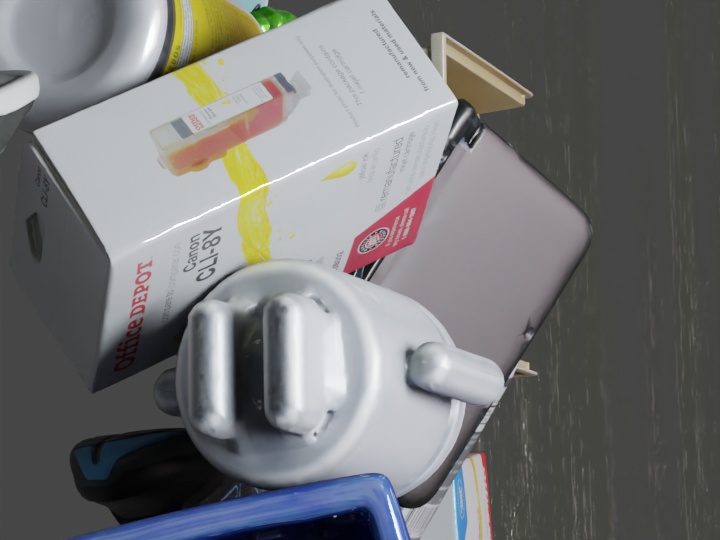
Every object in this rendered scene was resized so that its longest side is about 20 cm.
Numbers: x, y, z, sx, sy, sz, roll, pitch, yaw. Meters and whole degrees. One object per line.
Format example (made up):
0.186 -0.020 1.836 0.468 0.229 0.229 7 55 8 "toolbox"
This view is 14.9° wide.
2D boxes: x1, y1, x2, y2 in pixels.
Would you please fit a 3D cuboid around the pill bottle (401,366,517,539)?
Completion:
0.023 0.064 1.618 0.200 0.116 0.116 -61 158 6 "pill bottle"

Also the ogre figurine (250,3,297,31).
-0.018 -0.068 1.632 0.120 0.098 0.200 -52 147 9 "ogre figurine"

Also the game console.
0.000 0.000 1.537 0.200 0.176 0.116 -57 153 -12 "game console"

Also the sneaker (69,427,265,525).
-0.093 0.129 1.488 0.200 0.073 0.082 21 67 -65 "sneaker"

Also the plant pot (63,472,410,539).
-0.056 0.218 1.350 0.180 0.200 0.200 82 -6 -82 "plant pot"

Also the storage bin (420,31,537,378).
0.049 -0.035 1.840 0.199 0.094 0.200 22 65 -65 "storage bin"

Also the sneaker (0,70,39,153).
-0.204 -0.024 1.257 0.200 0.071 0.099 -44 128 -55 "sneaker"

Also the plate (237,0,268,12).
-0.102 -0.211 1.595 0.200 0.026 0.200 -4 90 -69 "plate"

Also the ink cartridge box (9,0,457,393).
-0.065 -0.039 1.372 0.083 0.200 0.145 56 -23 21 "ink cartridge box"

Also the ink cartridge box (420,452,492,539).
0.046 0.178 1.782 0.200 0.067 0.116 0 86 -80 "ink cartridge box"

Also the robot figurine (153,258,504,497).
-0.017 0.058 1.374 0.200 0.170 0.113 22 69 -66 "robot figurine"

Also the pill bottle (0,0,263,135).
-0.112 -0.105 1.434 0.200 0.112 0.112 25 63 -65 "pill bottle"
